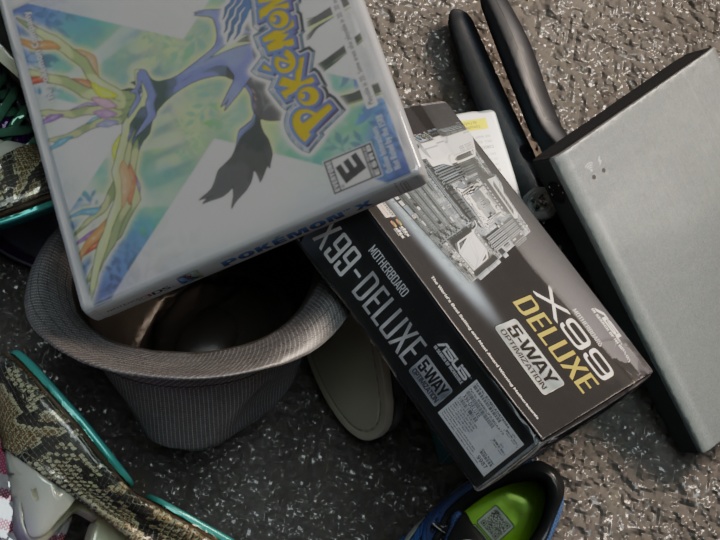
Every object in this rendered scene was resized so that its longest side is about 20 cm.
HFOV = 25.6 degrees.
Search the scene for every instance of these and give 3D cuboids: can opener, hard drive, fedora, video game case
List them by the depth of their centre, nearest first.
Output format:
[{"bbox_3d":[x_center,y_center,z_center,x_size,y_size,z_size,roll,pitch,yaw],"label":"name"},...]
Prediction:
[{"bbox_3d":[-0.081,-0.099,0.797,0.181,0.022,0.202,-22,71,8],"label":"video game case"},{"bbox_3d":[-0.087,0.028,0.857,0.175,0.091,0.201,1,36,1],"label":"fedora"},{"bbox_3d":[0.202,-0.012,0.955,0.139,0.033,0.201,-34,103,-24],"label":"hard drive"},{"bbox_3d":[0.105,-0.087,1.000,0.063,0.078,0.201,-34,71,16],"label":"can opener"}]

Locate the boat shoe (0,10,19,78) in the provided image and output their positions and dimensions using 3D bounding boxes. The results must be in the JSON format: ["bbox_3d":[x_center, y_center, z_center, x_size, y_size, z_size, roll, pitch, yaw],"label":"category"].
[{"bbox_3d":[-0.154,-0.122,0.871,0.200,0.072,0.068,42,103,16],"label":"boat shoe"}]

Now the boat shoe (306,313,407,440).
[{"bbox_3d":[0.000,0.000,0.923,0.062,0.073,0.202,-1,64,-36],"label":"boat shoe"}]

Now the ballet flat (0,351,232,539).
[{"bbox_3d":[-0.129,0.131,0.819,0.200,0.068,0.075,42,73,-10],"label":"ballet flat"}]

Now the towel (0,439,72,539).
[{"bbox_3d":[-0.235,0.154,0.825,0.145,0.030,0.202,19,64,-5],"label":"towel"}]

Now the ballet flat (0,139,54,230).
[{"bbox_3d":[-0.233,-0.030,0.852,0.199,0.068,0.076,-31,95,1],"label":"ballet flat"}]

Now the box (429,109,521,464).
[{"bbox_3d":[0.064,0.007,0.946,0.081,0.049,0.202,-8,69,-16],"label":"box"}]

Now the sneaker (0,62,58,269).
[{"bbox_3d":[-0.214,-0.084,0.899,0.074,0.088,0.200,-40,80,-24],"label":"sneaker"}]

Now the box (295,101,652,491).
[{"bbox_3d":[0.054,0.005,0.845,0.201,0.050,0.157,54,30,12],"label":"box"}]

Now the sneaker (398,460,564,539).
[{"bbox_3d":[0.037,0.168,0.849,0.078,0.089,0.200,42,65,8],"label":"sneaker"}]
